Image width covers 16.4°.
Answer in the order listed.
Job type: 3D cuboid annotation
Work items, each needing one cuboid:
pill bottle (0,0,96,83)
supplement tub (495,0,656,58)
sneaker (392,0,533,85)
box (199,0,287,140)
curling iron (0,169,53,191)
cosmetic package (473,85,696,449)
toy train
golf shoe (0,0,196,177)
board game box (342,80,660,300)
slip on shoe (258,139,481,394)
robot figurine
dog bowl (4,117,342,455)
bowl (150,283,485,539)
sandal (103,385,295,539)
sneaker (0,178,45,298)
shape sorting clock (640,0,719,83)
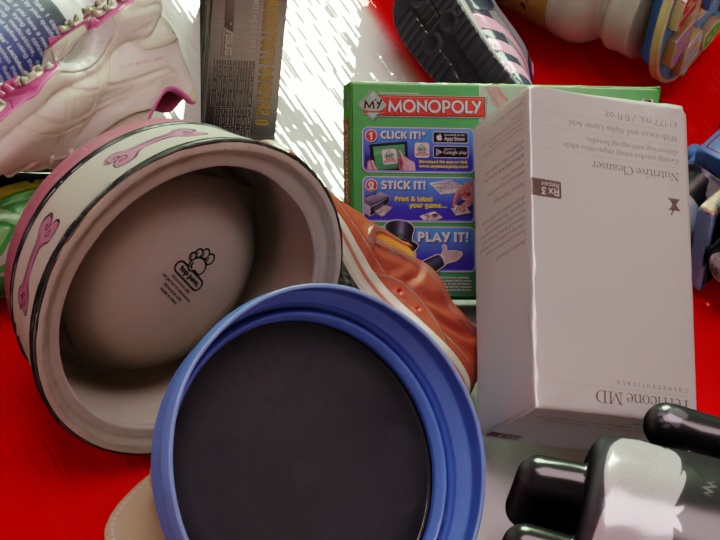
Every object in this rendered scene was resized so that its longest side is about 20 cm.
[{"bbox_3d":[-0.231,-0.120,1.544,0.116,0.116,0.200,40,53,23],"label":"pill bottle"},{"bbox_3d":[0.131,-0.245,1.709,0.200,0.144,0.144,31,50,17],"label":"supplement tub"},{"bbox_3d":[0.097,-0.117,1.645,0.082,0.070,0.200,6,52,-46],"label":"sneaker"},{"bbox_3d":[-0.074,-0.191,1.582,0.048,0.200,0.158,1,48,-6],"label":"box"},{"bbox_3d":[-0.159,-0.060,1.527,0.200,0.050,0.026,-5,6,-33],"label":"curling iron"},{"bbox_3d":[0.131,0.002,1.473,0.113,0.081,0.200,5,70,-22],"label":"cosmetic package"},{"bbox_3d":[0.268,-0.062,1.618,0.114,0.087,0.200,29,51,27],"label":"toy train"},{"bbox_3d":[-0.172,-0.088,1.468,0.200,0.075,0.092,-43,111,-31],"label":"golf shoe"},{"bbox_3d":[0.089,-0.049,1.552,0.200,0.029,0.135,1,86,-11],"label":"board game box"},{"bbox_3d":[0.000,0.000,1.491,0.200,0.074,0.061,47,47,1],"label":"slip on shoe"},{"bbox_3d":[0.176,0.162,1.371,0.200,0.150,0.125,13,13,1],"label":"robot figurine"},{"bbox_3d":[-0.113,0.002,1.414,0.200,0.200,0.074,-20,37,-26],"label":"dog bowl"},{"bbox_3d":[-0.024,0.109,1.364,0.201,0.039,0.201,6,77,-31],"label":"bowl"},{"bbox_3d":[-0.064,0.085,1.409,0.212,0.070,0.078,-28,34,-31],"label":"sandal"},{"bbox_3d":[-0.159,-0.008,1.486,0.200,0.074,0.084,-9,47,-19],"label":"sneaker"},{"bbox_3d":[0.246,-0.216,1.668,0.039,0.200,0.200,31,50,18],"label":"shape sorting clock"}]
